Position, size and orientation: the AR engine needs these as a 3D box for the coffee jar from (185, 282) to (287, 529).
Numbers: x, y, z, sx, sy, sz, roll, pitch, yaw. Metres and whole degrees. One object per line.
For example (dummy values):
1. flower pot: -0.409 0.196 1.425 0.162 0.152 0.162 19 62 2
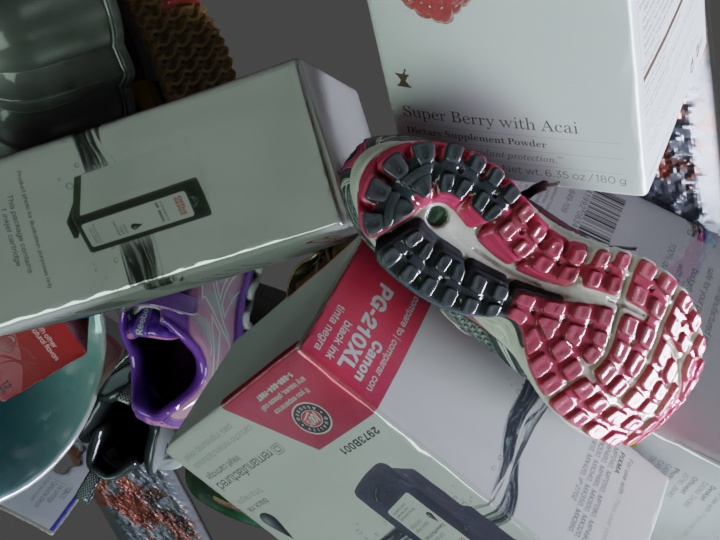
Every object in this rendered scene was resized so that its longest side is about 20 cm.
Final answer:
1. coffee jar: -0.072 0.098 0.947 0.104 0.086 0.201 21 140 10

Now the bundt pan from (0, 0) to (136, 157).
1. bundt pan: -0.204 -0.142 0.707 0.202 0.075 0.203 42 148 34

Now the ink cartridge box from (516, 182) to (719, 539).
1. ink cartridge box: 0.130 0.058 0.731 0.199 0.147 0.146 26 141 5

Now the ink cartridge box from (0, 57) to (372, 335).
1. ink cartridge box: -0.094 -0.034 0.678 0.199 0.146 0.085 -17 89 11

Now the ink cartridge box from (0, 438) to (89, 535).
1. ink cartridge box: -0.299 0.123 1.034 0.199 0.198 0.047 33 109 -2

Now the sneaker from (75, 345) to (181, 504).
1. sneaker: -0.172 0.126 0.993 0.077 0.140 0.201 21 140 10

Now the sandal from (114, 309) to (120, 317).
1. sandal: -0.166 -0.019 0.854 0.054 0.081 0.200 8 159 -3

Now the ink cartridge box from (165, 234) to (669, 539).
1. ink cartridge box: 0.027 0.097 0.653 0.200 0.085 0.145 39 140 -10

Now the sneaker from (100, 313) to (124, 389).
1. sneaker: -0.285 0.054 1.016 0.199 0.105 0.076 25 144 6

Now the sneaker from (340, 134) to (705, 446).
1. sneaker: 0.077 0.003 0.593 0.200 0.081 0.075 40 -179 -21

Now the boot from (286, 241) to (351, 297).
1. boot: 0.000 0.000 0.786 0.075 0.074 0.201 7 134 -10

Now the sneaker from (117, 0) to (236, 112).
1. sneaker: -0.139 -0.162 0.719 0.090 0.075 0.201 12 133 31

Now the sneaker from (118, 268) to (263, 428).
1. sneaker: -0.109 0.010 0.812 0.080 0.088 0.202 1 94 31

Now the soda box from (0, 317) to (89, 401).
1. soda box: -0.242 -0.024 0.787 0.063 0.070 0.201 -30 115 4

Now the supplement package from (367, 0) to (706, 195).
1. supplement package: 0.074 -0.150 0.562 0.120 0.120 0.201 9 137 26

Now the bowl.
1. bowl: -0.284 0.052 0.897 0.105 0.201 0.201 11 140 46
